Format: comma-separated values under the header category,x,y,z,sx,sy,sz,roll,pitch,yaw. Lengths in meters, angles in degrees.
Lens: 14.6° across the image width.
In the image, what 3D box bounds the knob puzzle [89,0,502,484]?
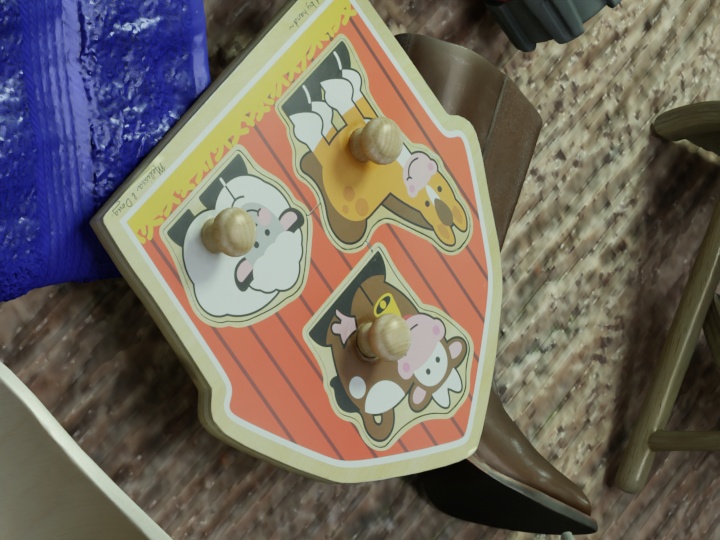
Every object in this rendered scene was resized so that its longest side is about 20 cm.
category,x,y,z,sx,sy,sz,roll,pitch,yaw
knob puzzle,0.000,0.000,1.173,0.219,0.030,0.221,7,80,-41

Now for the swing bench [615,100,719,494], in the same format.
category,x,y,z,sx,sy,sz,roll,pitch,yaw
swing bench,0.245,0.033,1.410,0.198,0.129,0.201,20,74,-41

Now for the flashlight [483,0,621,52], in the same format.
category,x,y,z,sx,sy,sz,roll,pitch,yaw
flashlight,0.048,-0.197,1.280,0.068,0.068,0.200,-36,111,-5

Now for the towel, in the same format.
category,x,y,z,sx,sy,sz,roll,pitch,yaw
towel,-0.138,-0.062,1.098,0.199,0.049,0.149,-14,96,-44

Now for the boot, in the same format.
category,x,y,z,sx,sy,sz,roll,pitch,yaw
boot,0.061,0.006,1.285,0.186,0.064,0.201,32,62,-41

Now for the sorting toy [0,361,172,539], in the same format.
category,x,y,z,sx,sy,sz,roll,pitch,yaw
sorting toy,-0.148,0.128,1.024,0.181,0.199,0.107,59,5,-4

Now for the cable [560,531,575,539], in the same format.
category,x,y,z,sx,sy,sz,roll,pitch,yaw
cable,0.064,0.239,1.231,0.201,0.069,0.200,-67,147,-35
